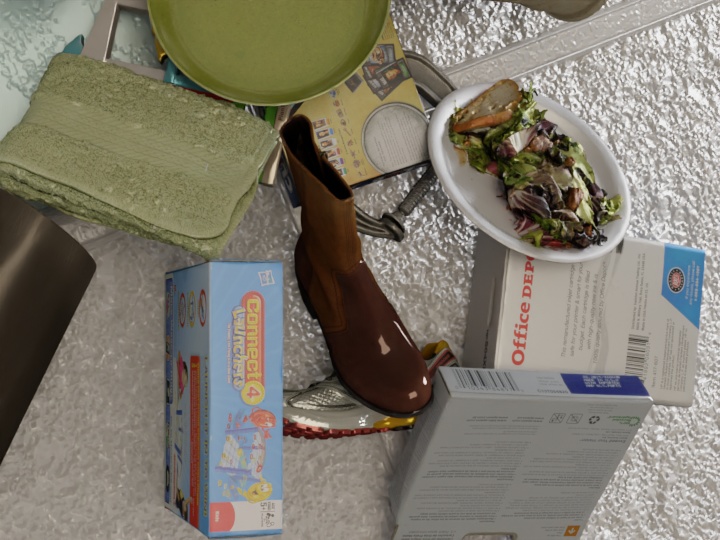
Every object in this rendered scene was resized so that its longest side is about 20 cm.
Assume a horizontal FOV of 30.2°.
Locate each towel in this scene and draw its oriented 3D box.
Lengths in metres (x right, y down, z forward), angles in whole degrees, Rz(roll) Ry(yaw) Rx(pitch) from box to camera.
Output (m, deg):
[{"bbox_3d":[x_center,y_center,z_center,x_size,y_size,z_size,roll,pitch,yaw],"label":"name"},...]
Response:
[{"bbox_3d":[-0.175,-0.095,1.046,0.199,0.037,0.149,19,55,2],"label":"towel"}]

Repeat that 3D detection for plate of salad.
[{"bbox_3d":[0.153,-0.094,1.160,0.199,0.048,0.201,14,50,-17],"label":"plate of salad"}]

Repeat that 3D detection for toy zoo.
[{"bbox_3d":[-0.156,-0.154,1.109,0.199,0.020,0.132,11,87,-1],"label":"toy zoo"}]

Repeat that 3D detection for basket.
[{"bbox_3d":[-0.303,0.046,1.018,0.180,0.136,0.200,35,74,-1],"label":"basket"}]

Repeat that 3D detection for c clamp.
[{"bbox_3d":[0.050,-0.105,1.194,0.171,0.027,0.200,47,74,-11],"label":"c clamp"}]

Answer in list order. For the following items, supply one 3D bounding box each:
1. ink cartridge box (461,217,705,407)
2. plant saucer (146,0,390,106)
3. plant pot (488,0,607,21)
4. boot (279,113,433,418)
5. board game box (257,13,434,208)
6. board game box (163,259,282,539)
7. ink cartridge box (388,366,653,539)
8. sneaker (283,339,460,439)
[{"bbox_3d":[0.201,0.041,1.207,0.199,0.084,0.147,9,84,-17],"label":"ink cartridge box"},{"bbox_3d":[-0.075,-0.226,1.093,0.199,0.031,0.201,1,77,-3],"label":"plant saucer"},{"bbox_3d":[0.100,-0.306,1.126,0.183,0.200,0.202,-8,90,-20],"label":"plant pot"},{"bbox_3d":[0.000,0.000,1.048,0.068,0.200,0.189,-19,55,-12],"label":"boot"},{"bbox_3d":[-0.027,-0.170,1.155,0.135,0.035,0.201,-18,87,-16],"label":"board game box"},{"bbox_3d":[-0.111,0.096,1.043,0.056,0.196,0.201,1,87,-18],"label":"board game box"},{"bbox_3d":[0.130,0.171,1.162,0.199,0.041,0.201,4,126,-22],"label":"ink cartridge box"},{"bbox_3d":[-0.003,0.101,1.149,0.199,0.078,0.083,-4,82,-26],"label":"sneaker"}]
